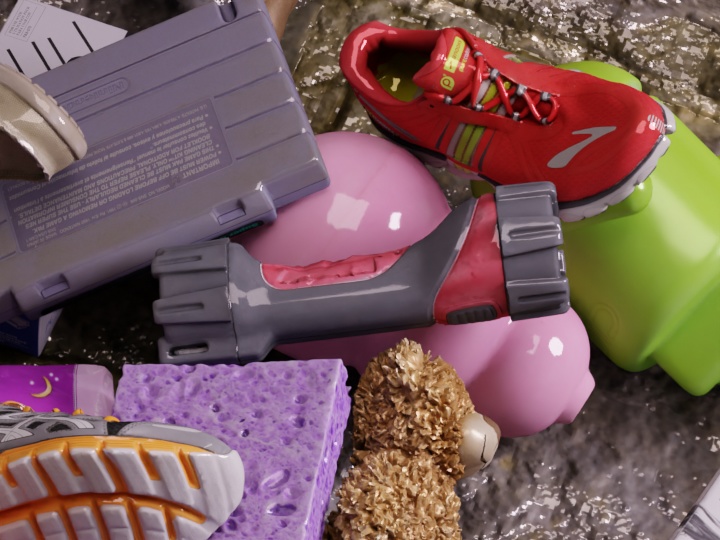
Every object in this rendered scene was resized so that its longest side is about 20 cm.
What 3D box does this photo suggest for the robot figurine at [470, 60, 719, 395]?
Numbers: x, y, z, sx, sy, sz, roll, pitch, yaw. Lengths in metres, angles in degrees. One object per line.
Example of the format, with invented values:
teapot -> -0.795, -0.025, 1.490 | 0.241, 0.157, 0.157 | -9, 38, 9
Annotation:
robot figurine -> 0.140, -0.028, 1.483 | 0.200, 0.116, 0.175 | 47, 24, 15

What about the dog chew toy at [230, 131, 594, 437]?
dog chew toy -> 0.031, 0.016, 1.441 | 0.200, 0.125, 0.125 | 33, 54, 4

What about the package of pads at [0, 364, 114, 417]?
package of pads -> -0.166, 0.141, 1.333 | 0.120, 0.076, 0.200 | -2, 54, -15

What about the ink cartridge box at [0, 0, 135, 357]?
ink cartridge box -> -0.178, -0.053, 1.494 | 0.094, 0.044, 0.200 | 18, 53, 5

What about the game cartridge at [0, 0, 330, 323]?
game cartridge -> -0.124, -0.054, 1.416 | 0.200, 0.038, 0.130 | -22, 60, 3

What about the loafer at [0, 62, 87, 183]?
loafer -> -0.224, -0.069, 1.397 | 0.200, 0.076, 0.068 | 11, 64, 34

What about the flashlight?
flashlight -> 0.000, 0.000, 1.353 | 0.200, 0.068, 0.068 | -6, 19, 4

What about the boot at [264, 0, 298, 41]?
boot -> -0.066, -0.085, 1.534 | 0.075, 0.074, 0.200 | 29, 59, -8

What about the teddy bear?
teddy bear -> 0.023, 0.135, 1.331 | 0.067, 0.145, 0.200 | 1, 49, 27

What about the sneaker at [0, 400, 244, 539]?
sneaker -> -0.151, 0.091, 1.262 | 0.200, 0.078, 0.077 | -4, 35, 8

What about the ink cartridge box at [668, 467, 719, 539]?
ink cartridge box -> 0.163, 0.183, 1.318 | 0.084, 0.145, 0.200 | 32, 55, 13

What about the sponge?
sponge -> -0.075, 0.126, 1.276 | 0.111, 0.030, 0.200 | 0, 51, 15

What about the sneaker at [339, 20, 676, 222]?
sneaker -> 0.065, -0.082, 1.400 | 0.200, 0.085, 0.077 | 14, 70, 41
